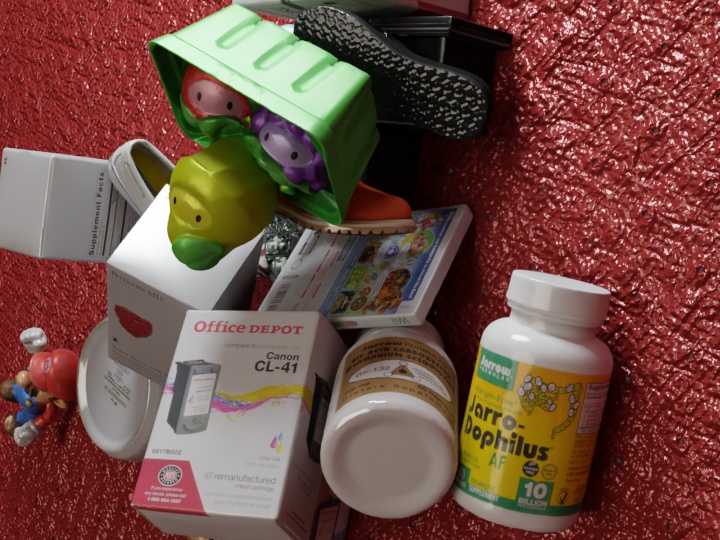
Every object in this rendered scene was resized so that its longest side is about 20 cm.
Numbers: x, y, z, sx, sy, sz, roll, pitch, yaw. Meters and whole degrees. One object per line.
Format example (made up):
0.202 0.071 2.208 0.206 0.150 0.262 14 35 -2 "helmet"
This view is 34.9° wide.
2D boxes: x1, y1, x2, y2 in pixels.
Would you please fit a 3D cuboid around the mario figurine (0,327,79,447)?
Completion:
-0.457 0.161 1.576 0.123 0.106 0.200 49 137 -5 "mario figurine"

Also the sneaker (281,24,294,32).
-0.094 -0.153 1.244 0.200 0.078 0.140 -56 45 28 "sneaker"

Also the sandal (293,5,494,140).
0.028 -0.175 1.028 0.200 0.048 0.075 30 116 13 "sandal"

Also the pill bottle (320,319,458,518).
0.030 0.118 1.019 0.114 0.114 0.200 -62 7 23 "pill bottle"

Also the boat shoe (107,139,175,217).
-0.197 -0.069 1.293 0.202 0.075 0.086 52 149 -8 "boat shoe"

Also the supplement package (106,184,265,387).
-0.191 0.029 1.224 0.121 0.120 0.200 27 146 7 "supplement package"

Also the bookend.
0.031 -0.139 1.113 0.199 0.092 0.200 13 97 45 "bookend"

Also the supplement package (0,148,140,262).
-0.318 -0.073 1.377 0.121 0.200 0.120 13 96 46 "supplement package"

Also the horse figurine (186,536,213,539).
-0.120 0.227 1.108 0.132 0.050 0.200 37 107 30 "horse figurine"

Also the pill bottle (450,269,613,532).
0.148 0.106 0.961 0.113 0.113 0.200 19 100 45 "pill bottle"

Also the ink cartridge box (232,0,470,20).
-0.010 -0.292 1.127 0.200 0.145 0.084 8 95 45 "ink cartridge box"

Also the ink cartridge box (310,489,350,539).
-0.091 0.258 1.212 0.145 0.087 0.200 17 96 45 "ink cartridge box"

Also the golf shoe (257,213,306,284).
-0.086 -0.018 1.253 0.200 0.077 0.088 58 146 33 "golf shoe"

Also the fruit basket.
-0.106 -0.104 1.001 0.216 0.215 0.156 59 170 30 "fruit basket"

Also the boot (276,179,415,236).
-0.032 -0.091 1.071 0.200 0.075 0.107 18 99 27 "boot"

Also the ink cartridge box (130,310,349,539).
-0.107 0.141 1.049 0.147 0.086 0.200 0 61 20 "ink cartridge box"

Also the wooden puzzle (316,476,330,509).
-0.102 0.172 1.154 0.200 0.037 0.185 46 115 33 "wooden puzzle"

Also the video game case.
0.000 0.000 1.110 0.200 0.018 0.143 -5 42 38 "video game case"

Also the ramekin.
-0.256 0.137 1.377 0.200 0.105 0.201 -4 84 46 "ramekin"
